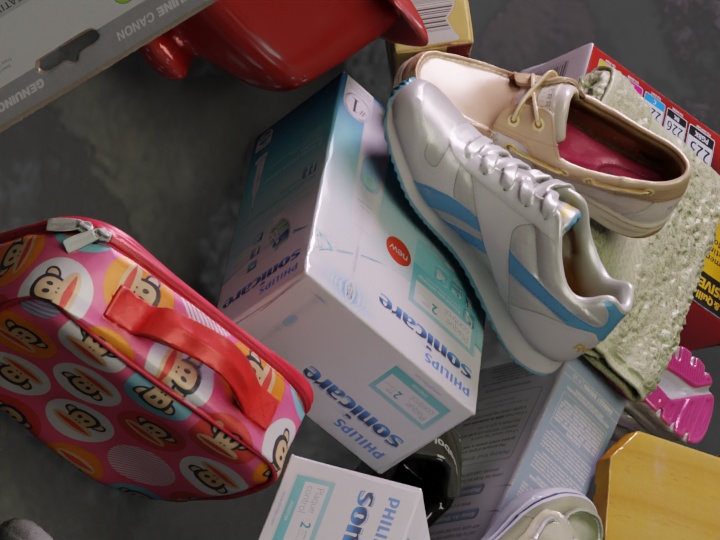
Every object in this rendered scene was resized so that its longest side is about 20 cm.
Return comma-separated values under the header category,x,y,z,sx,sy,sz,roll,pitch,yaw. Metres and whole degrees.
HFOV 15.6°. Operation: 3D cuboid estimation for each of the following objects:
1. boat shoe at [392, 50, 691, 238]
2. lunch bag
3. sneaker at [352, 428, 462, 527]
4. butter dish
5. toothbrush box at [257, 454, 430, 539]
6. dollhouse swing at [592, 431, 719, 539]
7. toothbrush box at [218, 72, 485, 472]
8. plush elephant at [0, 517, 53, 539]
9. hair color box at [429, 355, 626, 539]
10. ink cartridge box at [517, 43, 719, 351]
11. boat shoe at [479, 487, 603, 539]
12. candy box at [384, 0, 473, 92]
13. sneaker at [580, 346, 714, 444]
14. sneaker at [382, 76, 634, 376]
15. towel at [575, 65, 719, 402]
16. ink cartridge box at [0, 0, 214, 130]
category,x,y,z,sx,sy,sz,roll,pitch,yaw
boat shoe,0.119,-0.093,1.659,0.199,0.069,0.074,24,56,-8
lunch bag,-0.130,0.053,1.493,0.200,0.176,0.082,40,60,-25
sneaker,0.036,0.113,1.665,0.066,0.090,0.201,40,56,-24
butter dish,-0.078,-0.179,1.622,0.148,0.200,0.200,-45,106,-4
toothbrush box,-0.015,0.224,1.526,0.200,0.085,0.147,80,27,-58
dollhouse swing,0.203,0.220,1.748,0.175,0.182,0.201,11,69,-15
toothbrush box,0.000,0.000,1.620,0.146,0.085,0.200,41,35,-23
plush elephant,-0.156,0.219,1.390,0.155,0.200,0.165,36,51,-30
hair color box,0.087,0.151,1.689,0.061,0.099,0.200,44,55,-23
ink cartridge box,0.185,-0.027,1.828,0.200,0.084,0.176,31,61,-28
boat shoe,0.103,0.181,1.560,0.200,0.062,0.072,-25,113,-57
candy box,0.034,-0.229,1.739,0.056,0.117,0.201,-9,81,-2
sneaker,0.144,0.054,1.764,0.200,0.088,0.081,46,47,-19
sneaker,0.090,-0.038,1.605,0.200,0.081,0.076,55,31,-2
towel,0.172,-0.026,1.730,0.148,0.036,0.200,42,51,-23
ink cartridge box,-0.199,-0.186,1.487,0.199,0.084,0.176,-30,99,2
